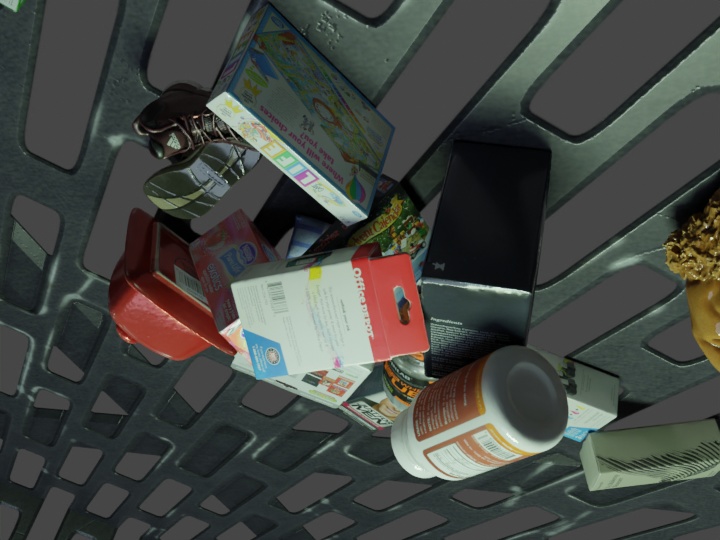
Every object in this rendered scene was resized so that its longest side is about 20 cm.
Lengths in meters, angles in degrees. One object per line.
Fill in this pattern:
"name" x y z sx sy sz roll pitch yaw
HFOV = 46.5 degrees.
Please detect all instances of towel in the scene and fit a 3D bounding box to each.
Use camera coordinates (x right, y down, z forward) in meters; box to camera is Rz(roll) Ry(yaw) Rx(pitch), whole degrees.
"towel" -0.008 -0.002 1.173 0.199 0.024 0.147 20 145 -3

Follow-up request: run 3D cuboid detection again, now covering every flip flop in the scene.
"flip flop" -0.192 -0.132 1.051 0.199 0.058 0.081 -33 118 31

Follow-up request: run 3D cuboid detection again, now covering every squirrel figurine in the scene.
"squirrel figurine" 0.416 0.008 0.865 0.200 0.141 0.187 50 175 -1

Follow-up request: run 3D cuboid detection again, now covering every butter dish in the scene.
"butter dish" -0.285 0.046 1.181 0.148 0.200 0.200 -40 122 15

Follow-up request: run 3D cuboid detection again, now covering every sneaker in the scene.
"sneaker" -0.166 -0.149 0.918 0.199 0.116 0.076 12 129 29

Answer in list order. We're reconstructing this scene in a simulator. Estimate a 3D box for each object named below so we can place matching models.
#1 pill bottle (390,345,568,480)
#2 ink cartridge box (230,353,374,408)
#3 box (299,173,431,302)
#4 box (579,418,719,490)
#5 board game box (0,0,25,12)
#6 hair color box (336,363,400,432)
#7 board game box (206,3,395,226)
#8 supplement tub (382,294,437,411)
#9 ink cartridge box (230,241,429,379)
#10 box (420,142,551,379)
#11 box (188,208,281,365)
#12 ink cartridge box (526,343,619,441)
"pill bottle" 0.122 0.164 0.919 0.112 0.113 0.200 30 143 -19
"ink cartridge box" -0.090 0.123 1.329 0.199 0.084 0.176 23 145 -8
"box" 0.000 0.000 1.030 0.038 0.200 0.137 35 168 48
"box" 0.442 0.279 1.271 0.198 0.069 0.082 -7 147 -1
"board game box" -0.409 -0.367 0.821 0.199 0.041 0.153 30 144 -18
"hair color box" 0.056 0.208 1.407 0.099 0.061 0.199 37 140 -27
"board game box" -0.054 -0.159 0.873 0.034 0.135 0.200 -20 131 42
"supplement tub" 0.094 0.121 1.201 0.121 0.123 0.200 12 150 7
"ink cartridge box" -0.028 0.041 0.913 0.198 0.067 0.117 -10 104 14
"box" 0.142 -0.002 0.950 0.116 0.198 0.201 8 145 12
"box" -0.145 0.023 1.104 0.094 0.200 0.103 -36 130 3
"ink cartridge box" 0.271 0.178 1.262 0.199 0.068 0.115 21 146 -5
